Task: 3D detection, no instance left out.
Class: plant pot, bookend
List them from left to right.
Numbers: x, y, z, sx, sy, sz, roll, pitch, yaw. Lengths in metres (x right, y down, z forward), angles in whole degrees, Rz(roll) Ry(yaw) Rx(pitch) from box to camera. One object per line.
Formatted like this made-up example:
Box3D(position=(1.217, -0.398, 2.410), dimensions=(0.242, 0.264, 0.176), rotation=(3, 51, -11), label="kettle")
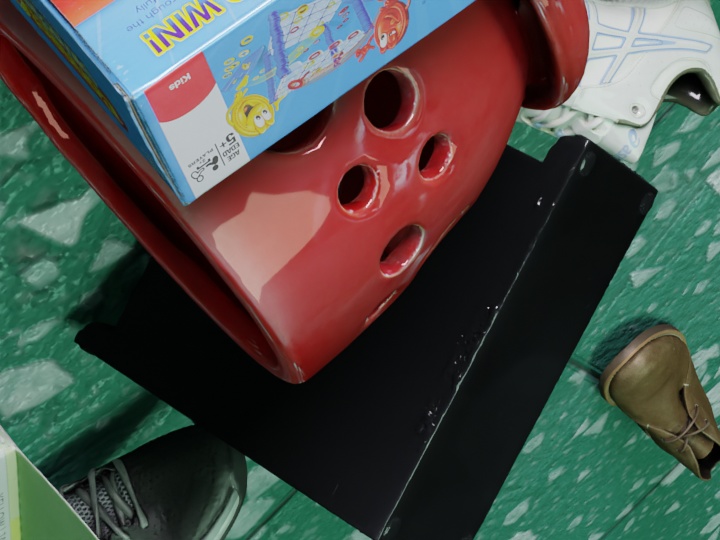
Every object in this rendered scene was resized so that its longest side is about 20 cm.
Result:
Box3D(position=(-0.025, -0.085, 0.773), dimensions=(0.182, 0.200, 0.201), rotation=(-40, 152, -10), label="plant pot")
Box3D(position=(0.000, 0.000, 0.965), dimensions=(0.092, 0.200, 0.199), rotation=(24, 94, -59), label="bookend")

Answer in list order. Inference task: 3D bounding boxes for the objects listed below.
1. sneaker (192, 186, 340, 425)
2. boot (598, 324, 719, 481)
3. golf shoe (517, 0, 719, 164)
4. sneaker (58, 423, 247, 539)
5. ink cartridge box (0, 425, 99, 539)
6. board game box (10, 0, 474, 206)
Box3D(position=(-0.020, 0.026, 1.056), dimensions=(0.073, 0.082, 0.200), rotation=(-4, 136, -53), label="sneaker")
Box3D(position=(0.230, 0.098, 1.481), dimensions=(0.074, 0.076, 0.200), rotation=(-41, 151, 3), label="boot")
Box3D(position=(0.108, -0.095, 1.013), dimensions=(0.199, 0.098, 0.078), rotation=(-22, 176, -28), label="golf shoe")
Box3D(position=(-0.157, 0.139, 1.043), dimensions=(0.200, 0.075, 0.115), rotation=(-38, 149, 10), label="sneaker")
Box3D(position=(-0.163, 0.124, 0.889), dimensions=(0.048, 0.200, 0.146), rotation=(-29, 150, -26), label="ink cartridge box")
Box3D(position=(-0.036, -0.149, 0.662), dimensions=(0.200, 0.196, 0.056), rotation=(-36, 146, -9), label="board game box")
